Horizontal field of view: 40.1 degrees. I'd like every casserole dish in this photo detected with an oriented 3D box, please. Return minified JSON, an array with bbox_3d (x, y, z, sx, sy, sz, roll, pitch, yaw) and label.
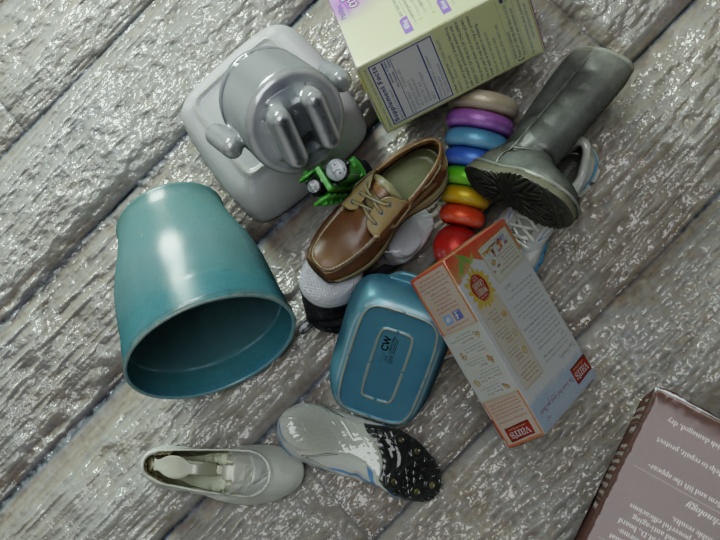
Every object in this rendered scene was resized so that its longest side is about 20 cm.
[{"bbox_3d":[0.031,0.094,1.072,0.119,0.039,0.203,17,122,0],"label":"casserole dish"}]

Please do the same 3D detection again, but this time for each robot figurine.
[{"bbox_3d":[-0.089,-0.176,1.069,0.167,0.115,0.200,-27,31,-10],"label":"robot figurine"}]

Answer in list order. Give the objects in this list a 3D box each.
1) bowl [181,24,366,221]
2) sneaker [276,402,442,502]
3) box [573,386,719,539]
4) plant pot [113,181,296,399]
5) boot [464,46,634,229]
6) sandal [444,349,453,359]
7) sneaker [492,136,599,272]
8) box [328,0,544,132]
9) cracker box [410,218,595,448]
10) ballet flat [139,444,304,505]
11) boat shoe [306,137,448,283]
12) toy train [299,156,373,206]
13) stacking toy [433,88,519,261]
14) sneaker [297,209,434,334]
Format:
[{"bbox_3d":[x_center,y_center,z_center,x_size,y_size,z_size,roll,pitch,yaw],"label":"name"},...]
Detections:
[{"bbox_3d":[-0.114,-0.190,1.199,0.199,0.075,0.201,-39,73,3],"label":"bowl"},{"bbox_3d":[-0.001,0.204,1.111,0.196,0.073,0.073,23,73,1],"label":"sneaker"},{"bbox_3d":[0.316,0.245,0.973,0.162,0.166,0.203,27,87,15],"label":"box"},{"bbox_3d":[-0.195,0.013,1.128,0.197,0.200,0.190,-28,60,6],"label":"plant pot"},{"bbox_3d":[0.222,-0.147,1.041,0.199,0.073,0.181,-40,38,-12],"label":"boot"},{"bbox_3d":[0.076,0.068,1.115,0.203,0.059,0.081,-21,76,8],"label":"sandal"},{"bbox_3d":[0.195,-0.069,1.100,0.074,0.087,0.202,33,89,14],"label":"sneaker"},{"bbox_3d":[0.080,-0.283,1.114,0.197,0.097,0.178,-26,44,6],"label":"box"},{"bbox_3d":[0.152,0.063,1.035,0.057,0.133,0.202,-32,89,42],"label":"cracker box"},{"bbox_3d":[-0.165,0.233,1.137,0.195,0.069,0.071,1,80,13],"label":"ballet flat"},{"bbox_3d":[0.018,-0.074,1.059,0.075,0.074,0.200,39,70,16],"label":"boat shoe"},{"bbox_3d":[-0.020,-0.102,1.096,0.056,0.200,0.042,-33,89,11],"label":"toy train"},{"bbox_3d":[0.126,-0.099,1.131,0.083,0.085,0.205,9,89,14],"label":"stacking toy"},{"bbox_3d":[0.000,0.000,1.138,0.199,0.115,0.075,-34,69,-33],"label":"sneaker"}]
